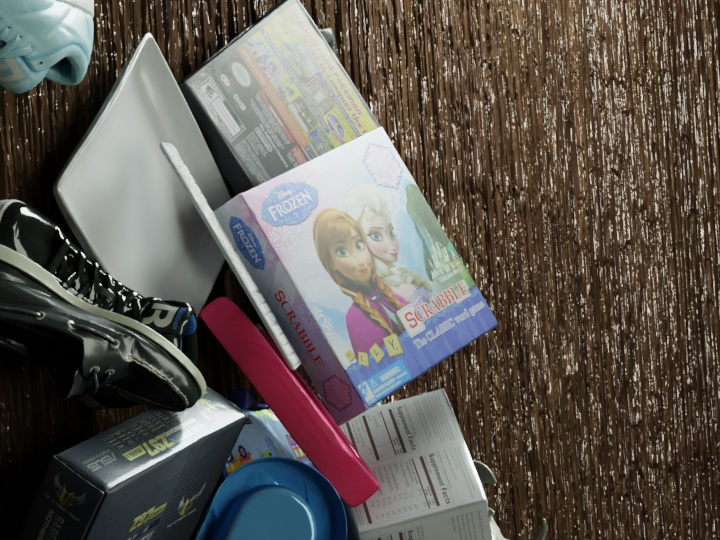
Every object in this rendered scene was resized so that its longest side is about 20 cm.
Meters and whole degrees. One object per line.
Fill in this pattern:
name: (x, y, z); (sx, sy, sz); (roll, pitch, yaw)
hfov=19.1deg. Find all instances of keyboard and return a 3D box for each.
keyboard: (-0.100, -0.011, 1.652); (0.200, 0.011, 0.056); (59, -2, 0)

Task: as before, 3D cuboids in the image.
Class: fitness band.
fitness band: (-0.055, 0.102, 1.694); (0.200, 0.037, 0.144); (52, -4, -10)

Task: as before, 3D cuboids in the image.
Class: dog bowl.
dog bowl: (-0.089, 0.238, 1.630); (0.111, 0.050, 0.200); (27, 79, -14)

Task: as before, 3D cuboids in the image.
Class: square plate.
square plate: (-0.167, -0.049, 1.669); (0.198, 0.028, 0.200); (-68, 144, -45)

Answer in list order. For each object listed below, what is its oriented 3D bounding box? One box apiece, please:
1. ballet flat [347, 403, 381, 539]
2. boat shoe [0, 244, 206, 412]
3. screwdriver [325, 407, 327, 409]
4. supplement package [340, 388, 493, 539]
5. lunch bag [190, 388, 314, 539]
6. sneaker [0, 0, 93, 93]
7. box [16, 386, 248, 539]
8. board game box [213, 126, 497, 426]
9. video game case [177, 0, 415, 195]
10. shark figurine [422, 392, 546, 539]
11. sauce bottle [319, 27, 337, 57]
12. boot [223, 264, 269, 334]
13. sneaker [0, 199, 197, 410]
ballet flat: (0.015, 0.180, 1.913); (0.069, 0.069, 0.200); (-52, 146, -52)
boat shoe: (-0.201, 0.056, 1.487); (0.199, 0.074, 0.066); (36, 54, -20)
screwdriver: (-0.054, 0.143, 1.883); (0.200, 0.029, 0.028); (-16, 101, -53)
supplement package: (0.051, 0.233, 1.814); (0.156, 0.111, 0.200); (-110, -173, -54)
lunch bag: (-0.081, 0.195, 1.748); (0.150, 0.094, 0.201); (-5, 85, -61)
sneaker: (-0.245, -0.168, 1.499); (0.200, 0.074, 0.082); (3, 80, -61)
box: (-0.173, 0.178, 1.526); (0.200, 0.051, 0.158); (-25, 144, -62)
board game box: (0.000, 0.000, 1.761); (0.200, 0.041, 0.200); (-30, 89, -49)
video game case: (-0.054, -0.112, 1.820); (0.200, 0.025, 0.181); (57, 42, -11)
shark figurine: (0.091, 0.237, 2.052); (0.089, 0.215, 0.128); (-19, 142, -24)
sauce bottle: (-0.020, -0.117, 1.923); (0.065, 0.065, 0.201); (-31, 108, -59)
boot: (-0.043, 0.028, 1.856); (0.200, 0.072, 0.155); (61, 36, -30)
sneaker: (-0.182, 0.019, 1.551); (0.200, 0.112, 0.073); (61, 35, -39)
